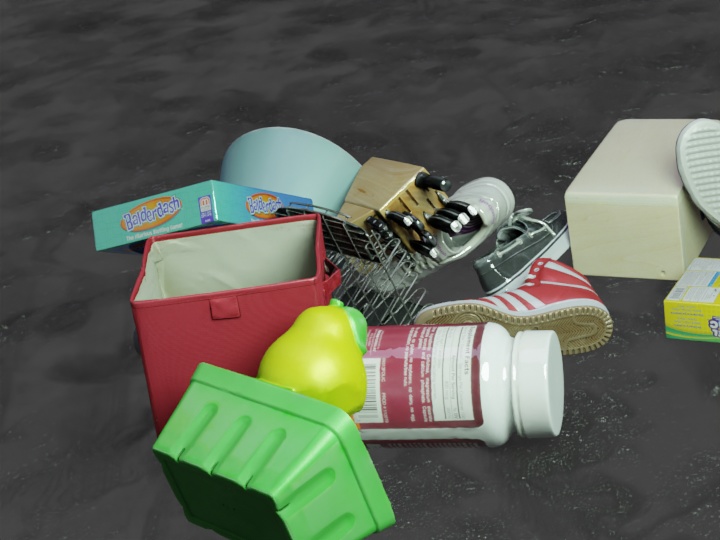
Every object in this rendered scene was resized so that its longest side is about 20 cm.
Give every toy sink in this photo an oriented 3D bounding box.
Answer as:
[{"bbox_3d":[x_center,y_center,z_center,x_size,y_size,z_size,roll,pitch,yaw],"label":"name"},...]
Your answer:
[{"bbox_3d":[0.327,-0.080,1.892,0.130,0.113,0.200,3,30,26],"label":"toy sink"}]

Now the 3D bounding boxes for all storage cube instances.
[{"bbox_3d":[-0.110,0.067,1.608,0.199,0.181,0.171,-7,22,2],"label":"storage cube"}]

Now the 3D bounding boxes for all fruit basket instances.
[{"bbox_3d":[-0.054,0.134,1.453,0.214,0.156,0.216,-15,33,10],"label":"fruit basket"}]

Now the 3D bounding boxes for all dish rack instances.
[{"bbox_3d":[0.000,0.000,1.722,0.153,0.200,0.055,13,54,41],"label":"dish rack"}]

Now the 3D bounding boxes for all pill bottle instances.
[{"bbox_3d":[0.080,0.105,1.533,0.199,0.115,0.114,-2,23,15],"label":"pill bottle"}]

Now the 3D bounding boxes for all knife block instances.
[{"bbox_3d":[0.059,-0.075,1.775,0.175,0.064,0.200,-26,23,32],"label":"knife block"}]

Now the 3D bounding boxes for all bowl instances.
[{"bbox_3d":[-0.083,-0.053,1.912,0.200,0.201,0.105,2,44,23],"label":"bowl"}]

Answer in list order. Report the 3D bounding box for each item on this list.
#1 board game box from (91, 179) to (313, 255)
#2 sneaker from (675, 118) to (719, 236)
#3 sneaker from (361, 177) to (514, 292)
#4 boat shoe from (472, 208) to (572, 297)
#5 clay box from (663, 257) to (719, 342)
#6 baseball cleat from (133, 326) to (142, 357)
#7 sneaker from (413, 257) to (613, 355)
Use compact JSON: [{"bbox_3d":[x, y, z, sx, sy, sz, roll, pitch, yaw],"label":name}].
[{"bbox_3d":[-0.160,-0.049,1.753,0.151,0.045,0.200,-12,-8,27],"label":"board game box"},{"bbox_3d":[0.391,-0.084,1.794,0.078,0.200,0.079,-39,21,1],"label":"sneaker"},{"bbox_3d":[0.073,-0.034,1.835,0.200,0.075,0.100,-34,6,27],"label":"sneaker"},{"bbox_3d":[0.181,-0.032,1.864,0.073,0.068,0.199,-29,8,44],"label":"boat shoe"},{"bbox_3d":[0.415,0.033,1.671,0.199,0.048,0.115,5,26,27],"label":"clay box"},{"bbox_3d":[-0.214,0.057,1.836,0.106,0.070,0.200,-5,12,25],"label":"baseball cleat"},{"bbox_3d":[0.150,0.041,1.719,0.199,0.072,0.113,-1,26,-2],"label":"sneaker"}]
